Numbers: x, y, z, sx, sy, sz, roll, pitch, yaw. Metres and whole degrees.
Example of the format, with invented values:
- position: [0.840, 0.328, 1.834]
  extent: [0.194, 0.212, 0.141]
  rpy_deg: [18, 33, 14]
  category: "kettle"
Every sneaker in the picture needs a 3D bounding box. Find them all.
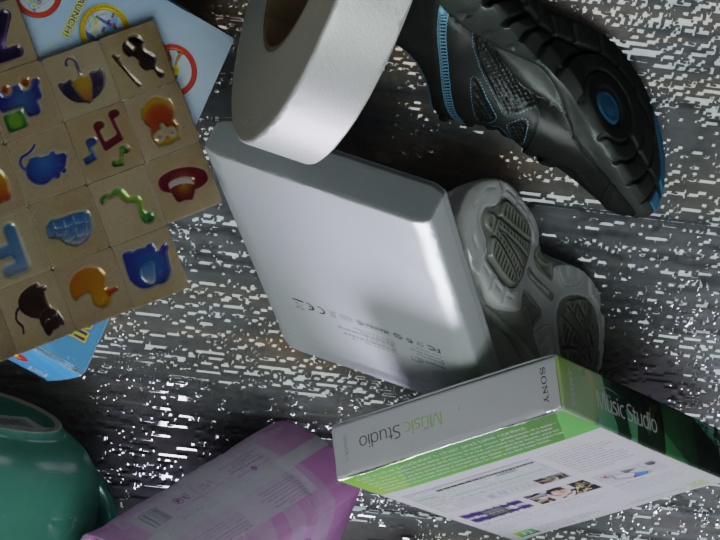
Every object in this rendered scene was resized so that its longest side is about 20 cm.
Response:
- position: [0.068, 0.018, 1.657]
  extent: [0.099, 0.078, 0.200]
  rpy_deg: [1, 142, 33]
  category: "sneaker"
- position: [0.086, -0.100, 1.580]
  extent: [0.082, 0.073, 0.200]
  rpy_deg: [-27, 117, 34]
  category: "sneaker"

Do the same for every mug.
- position: [-0.220, 0.127, 1.673]
  extent: [0.152, 0.185, 0.115]
  rpy_deg: [17, 99, 4]
  category: "mug"

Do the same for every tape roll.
- position: [-0.011, -0.152, 1.451]
  extent: [0.037, 0.203, 0.203]
  rpy_deg: [17, 122, -15]
  category: "tape roll"

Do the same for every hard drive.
- position: [0.000, 0.000, 1.573]
  extent: [0.132, 0.027, 0.200]
  rpy_deg: [19, 155, 22]
  category: "hard drive"

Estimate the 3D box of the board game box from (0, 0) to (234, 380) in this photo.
- position: [-0.191, -0.076, 1.504]
  extent: [0.195, 0.200, 0.056]
  rpy_deg: [30, 162, -20]
  category: "board game box"

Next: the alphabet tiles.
- position: [-0.171, -0.047, 1.476]
  extent: [0.200, 0.008, 0.168]
  rpy_deg: [-22, 94, -26]
  category: "alphabet tiles"

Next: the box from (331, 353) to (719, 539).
- position: [0.096, 0.101, 1.649]
  extent: [0.144, 0.036, 0.200]
  rpy_deg: [-19, 157, 27]
  category: "box"

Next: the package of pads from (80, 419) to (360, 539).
- position: [-0.089, 0.170, 1.674]
  extent: [0.076, 0.200, 0.121]
  rpy_deg: [34, 122, 19]
  category: "package of pads"
